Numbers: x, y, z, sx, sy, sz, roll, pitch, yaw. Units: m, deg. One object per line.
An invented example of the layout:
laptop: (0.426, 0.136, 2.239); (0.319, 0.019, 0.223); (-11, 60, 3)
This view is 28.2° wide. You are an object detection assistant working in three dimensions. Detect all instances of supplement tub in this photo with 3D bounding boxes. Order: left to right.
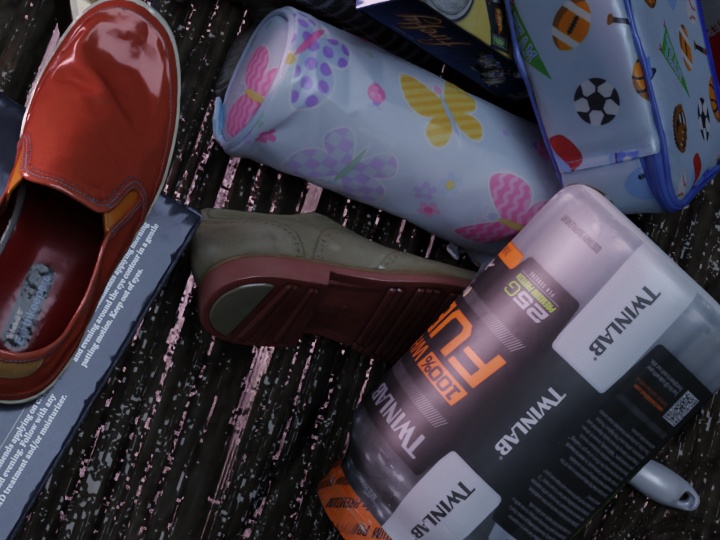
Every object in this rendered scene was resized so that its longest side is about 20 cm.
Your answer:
supplement tub: (0.079, 0.067, 0.697); (0.122, 0.123, 0.200); (43, 95, -3)

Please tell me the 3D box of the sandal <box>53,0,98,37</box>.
sandal: (-0.139, -0.212, 0.790); (0.069, 0.078, 0.214); (-8, 89, -19)

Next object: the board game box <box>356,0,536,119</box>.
board game box: (0.069, -0.171, 0.762); (0.199, 0.034, 0.137); (20, 68, -53)

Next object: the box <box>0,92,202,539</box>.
box: (-0.209, 0.017, 0.704); (0.181, 0.104, 0.201); (32, 72, -8)

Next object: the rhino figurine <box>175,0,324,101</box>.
rhino figurine: (-0.059, -0.174, 0.808); (0.087, 0.060, 0.202); (-4, 83, -27)

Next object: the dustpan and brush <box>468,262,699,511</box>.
dustpan and brush: (0.115, 0.093, 0.799); (0.199, 0.057, 0.140); (30, 98, -10)

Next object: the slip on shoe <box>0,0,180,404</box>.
slip on shoe: (-0.130, -0.037, 0.651); (0.074, 0.061, 0.201); (22, 72, -9)

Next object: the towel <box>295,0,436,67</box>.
towel: (0.008, -0.229, 0.788); (0.165, 0.085, 0.202); (20, 69, -54)

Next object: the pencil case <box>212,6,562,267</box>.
pencil case: (0.021, -0.067, 0.776); (0.199, 0.091, 0.084); (24, 54, -24)

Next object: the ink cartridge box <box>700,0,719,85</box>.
ink cartridge box: (0.210, -0.196, 0.857); (0.067, 0.116, 0.200); (-39, 91, -21)

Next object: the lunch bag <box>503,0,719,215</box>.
lunch bag: (0.141, -0.135, 0.768); (0.160, 0.075, 0.202); (-31, 111, -56)

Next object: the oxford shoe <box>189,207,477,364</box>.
oxford shoe: (0.000, 0.000, 0.777); (0.199, 0.071, 0.075); (11, 43, -34)
